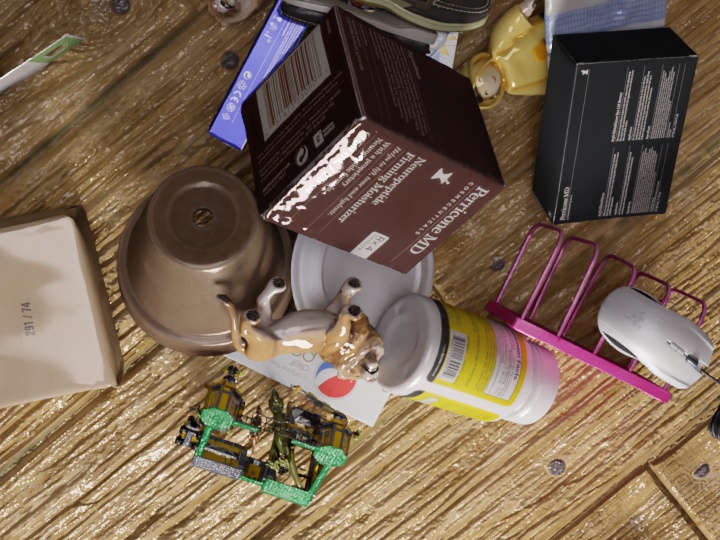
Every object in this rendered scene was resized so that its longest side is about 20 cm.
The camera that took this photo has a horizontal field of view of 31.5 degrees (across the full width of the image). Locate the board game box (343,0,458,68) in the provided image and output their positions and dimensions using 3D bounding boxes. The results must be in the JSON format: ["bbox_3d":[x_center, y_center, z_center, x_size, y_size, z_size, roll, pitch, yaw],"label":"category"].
[{"bbox_3d":[0.038,-0.247,1.437,0.135,0.034,0.201,8,99,-7],"label":"board game box"}]

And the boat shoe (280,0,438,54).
[{"bbox_3d":[-0.005,-0.249,1.348,0.199,0.074,0.061,4,116,-43],"label":"boat shoe"}]

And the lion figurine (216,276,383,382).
[{"bbox_3d":[-0.064,0.066,1.343,0.199,0.073,0.123,6,140,-17],"label":"lion figurine"}]

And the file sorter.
[{"bbox_3d":[0.270,0.042,1.458,0.199,0.139,0.126,26,93,-9],"label":"file sorter"}]

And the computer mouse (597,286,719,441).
[{"bbox_3d":[0.345,0.091,1.381,0.199,0.044,0.110,32,91,-10],"label":"computer mouse"}]

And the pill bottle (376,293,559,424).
[{"bbox_3d":[0.121,0.106,1.440,0.199,0.114,0.115,20,98,-32],"label":"pill bottle"}]

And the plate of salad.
[{"bbox_3d":[0.000,0.000,1.449,0.199,0.048,0.201,-3,95,-36],"label":"plate of salad"}]

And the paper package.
[{"bbox_3d":[-0.377,0.044,1.415,0.190,0.103,0.201,-12,101,-3],"label":"paper package"}]

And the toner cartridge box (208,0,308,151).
[{"bbox_3d":[-0.102,-0.231,1.397,0.043,0.095,0.201,28,97,-9],"label":"toner cartridge box"}]

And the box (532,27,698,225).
[{"bbox_3d":[0.276,-0.158,1.407,0.140,0.079,0.201,-7,127,-14],"label":"box"}]

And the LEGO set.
[{"bbox_3d":[-0.100,0.169,1.445,0.199,0.116,0.154,14,135,-2],"label":"LEGO set"}]

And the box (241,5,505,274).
[{"bbox_3d":[0.010,-0.130,1.312,0.199,0.165,0.166,21,131,-36],"label":"box"}]

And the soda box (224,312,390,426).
[{"bbox_3d":[-0.060,0.103,1.474,0.199,0.064,0.068,27,97,-8],"label":"soda box"}]

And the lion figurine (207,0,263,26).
[{"bbox_3d":[-0.132,-0.375,1.383,0.122,0.072,0.201,-15,85,40],"label":"lion figurine"}]

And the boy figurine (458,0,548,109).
[{"bbox_3d":[0.191,-0.247,1.428,0.199,0.064,0.125,-25,127,-5],"label":"boy figurine"}]

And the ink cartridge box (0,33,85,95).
[{"bbox_3d":[-0.393,-0.207,1.348,0.200,0.146,0.048,-37,100,1],"label":"ink cartridge box"}]

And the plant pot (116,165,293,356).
[{"bbox_3d":[-0.165,-0.024,1.351,0.199,0.175,0.201,2,73,-5],"label":"plant pot"}]

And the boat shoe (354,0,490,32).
[{"bbox_3d":[0.054,-0.311,1.354,0.200,0.066,0.072,13,54,-17],"label":"boat shoe"}]

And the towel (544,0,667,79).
[{"bbox_3d":[0.272,-0.259,1.398,0.146,0.024,0.201,-16,126,-10],"label":"towel"}]
